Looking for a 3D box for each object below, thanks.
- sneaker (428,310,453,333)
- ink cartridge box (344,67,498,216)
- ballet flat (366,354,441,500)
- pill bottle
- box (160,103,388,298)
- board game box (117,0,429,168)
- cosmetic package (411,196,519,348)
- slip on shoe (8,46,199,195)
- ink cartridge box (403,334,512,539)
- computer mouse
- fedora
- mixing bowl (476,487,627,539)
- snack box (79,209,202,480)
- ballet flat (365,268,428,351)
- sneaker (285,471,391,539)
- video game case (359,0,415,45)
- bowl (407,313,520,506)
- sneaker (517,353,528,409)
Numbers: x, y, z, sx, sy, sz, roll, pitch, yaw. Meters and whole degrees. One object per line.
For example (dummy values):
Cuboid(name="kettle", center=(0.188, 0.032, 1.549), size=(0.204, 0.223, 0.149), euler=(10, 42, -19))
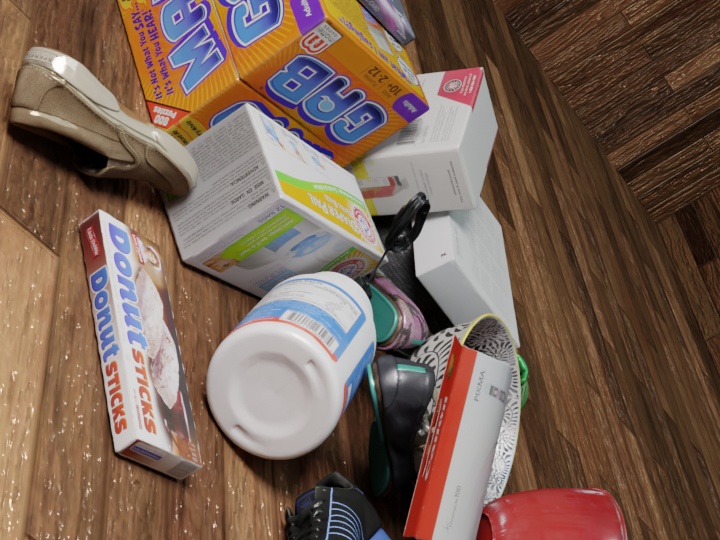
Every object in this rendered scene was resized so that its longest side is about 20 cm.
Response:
Cuboid(name="sneaker", center=(0.105, 0.016, 1.633), size=(0.201, 0.078, 0.085), euler=(53, 19, -15))
Cuboid(name="ink cartridge box", center=(0.034, -0.134, 1.427), size=(0.146, 0.197, 0.084), euler=(-71, 149, -44))
Cuboid(name="ballet flat", center=(0.040, 0.139, 1.156), size=(0.201, 0.072, 0.074), euler=(89, -14, -53))
Cuboid(name="pill bottle", center=(-0.048, 0.068, 1.113), size=(0.113, 0.112, 0.200), euler=(57, 19, -6))
Cuboid(name="box", center=(-0.076, -0.049, 1.216), size=(0.200, 0.112, 0.102), euler=(30, 33, -57))
Cuboid(name="board game box", center=(-0.087, -0.220, 1.310), size=(0.199, 0.199, 0.202), euler=(31, 32, -54))
Cuboid(name="cosmetic package", center=(0.110, -0.023, 1.460), size=(0.151, 0.051, 0.201), euler=(53, 23, -36))
Cuboid(name="slip on shoe", center=(-0.202, -0.100, 1.062), size=(0.200, 0.075, 0.061), euler=(45, 61, -56))
Cuboid(name="ink cartridge box", center=(0.085, 0.148, 1.106), size=(0.200, 0.056, 0.165), euler=(67, 37, -79))
Cuboid(name="computer mouse", center=(0.000, 0.000, 1.221), size=(0.034, 0.201, 0.058), euler=(48, 29, 21))
Cuboid(name="fedora", center=(0.040, -0.010, 1.479), size=(0.201, 0.091, 0.202), euler=(49, 22, -26))
Cuboid(name="mixing bowl", center=(0.145, 0.281, 1.216), size=(0.107, 0.202, 0.201), euler=(19, 32, -13))
Cuboid(name="snack box", center=(-0.162, 0.052, 0.979), size=(0.072, 0.024, 0.202), euler=(34, 31, -49))
Cuboid(name="ballet flat", center=(-0.003, 0.014, 1.316), size=(0.071, 0.069, 0.200), euler=(22, 18, -51))
Cuboid(name="sneaker", center=(-0.032, 0.210, 1.015), size=(0.078, 0.070, 0.200), euler=(56, 12, 4))
Cuboid(name="video game case", center=(-0.021, -0.320, 1.295), size=(0.200, 0.019, 0.144), euler=(37, 29, -50))
Cuboid(name="bowl", center=(0.079, 0.141, 1.305), size=(0.200, 0.093, 0.204), euler=(-10, 102, -62))
Cuboid(name="sneaker", center=(0.171, 0.139, 1.606), size=(0.075, 0.083, 0.200), euler=(63, 18, 15))
